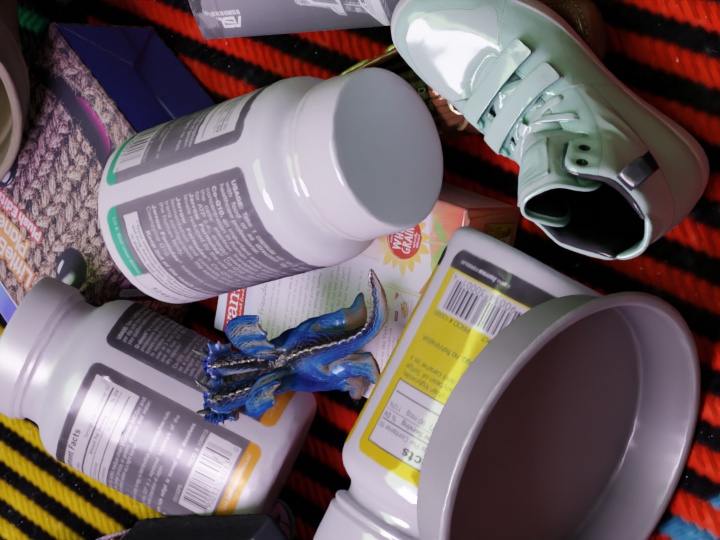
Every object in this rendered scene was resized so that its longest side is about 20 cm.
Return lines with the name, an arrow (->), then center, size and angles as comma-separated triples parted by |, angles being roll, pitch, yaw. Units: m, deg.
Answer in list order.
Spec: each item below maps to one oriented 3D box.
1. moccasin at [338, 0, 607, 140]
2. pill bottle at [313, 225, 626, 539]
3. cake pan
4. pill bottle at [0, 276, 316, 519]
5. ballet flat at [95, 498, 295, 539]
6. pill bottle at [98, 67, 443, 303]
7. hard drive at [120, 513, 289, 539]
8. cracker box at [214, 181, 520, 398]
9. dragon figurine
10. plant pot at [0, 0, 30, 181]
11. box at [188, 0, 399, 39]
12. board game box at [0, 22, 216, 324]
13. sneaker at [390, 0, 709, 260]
moccasin -> 0.058, -0.118, 1.166 | 0.201, 0.077, 0.074 | -6, 88, 44
pill bottle -> 0.059, 0.087, 1.116 | 0.114, 0.114, 0.201 | 29, 92, 40
cake pan -> 0.104, 0.099, 1.052 | 0.037, 0.200, 0.201 | 28, 112, 41
pill bottle -> -0.138, 0.089, 1.294 | 0.199, 0.116, 0.117 | 27, 116, 5
ballet flat -> -0.132, 0.200, 1.384 | 0.199, 0.071, 0.070 | -20, 75, 43
pill bottle -> -0.055, -0.051, 1.181 | 0.199, 0.113, 0.114 | -14, 83, 43
hard drive -> -0.056, 0.240, 1.263 | 0.139, 0.033, 0.201 | -9, 119, 48
cracker box -> 0.000, 0.000, 1.248 | 0.199, 0.058, 0.135 | 22, 107, 41
dragon figurine -> -0.043, 0.052, 1.159 | 0.200, 0.099, 0.059 | 140, 118, -72
plant pot -> -0.313, -0.167, 1.367 | 0.200, 0.199, 0.174 | -45, 24, 37
box -> -0.047, -0.230, 1.241 | 0.199, 0.050, 0.158 | 3, 122, 44
board game box -> -0.182, -0.048, 1.398 | 0.160, 0.097, 0.200 | 50, 125, 30
sneaker -> 0.090, -0.083, 1.058 | 0.200, 0.118, 0.074 | 34, 120, 8
